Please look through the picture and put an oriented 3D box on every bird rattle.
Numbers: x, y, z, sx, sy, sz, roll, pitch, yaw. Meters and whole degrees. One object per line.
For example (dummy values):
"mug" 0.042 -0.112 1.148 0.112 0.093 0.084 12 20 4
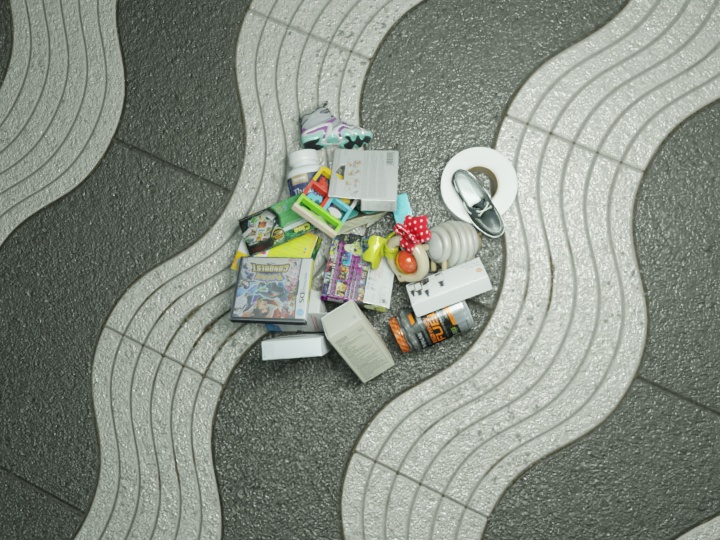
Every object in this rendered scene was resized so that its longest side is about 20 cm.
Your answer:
"bird rattle" 0.116 -0.050 1.506 0.200 0.113 0.163 -21 103 44

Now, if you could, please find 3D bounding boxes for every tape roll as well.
"tape roll" 0.312 -0.221 1.593 0.202 0.071 0.203 0 87 6

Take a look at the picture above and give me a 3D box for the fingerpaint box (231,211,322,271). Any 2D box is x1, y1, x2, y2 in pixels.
"fingerpaint box" -0.227 -0.046 1.641 0.199 0.073 0.167 19 88 8

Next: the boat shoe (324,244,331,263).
"boat shoe" -0.022 0.011 1.628 0.200 0.057 0.067 41 74 11

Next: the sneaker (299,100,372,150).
"sneaker" -0.071 -0.406 1.645 0.199 0.078 0.140 -4 66 -14

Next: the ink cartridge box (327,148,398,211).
"ink cartridge box" 0.011 -0.242 1.581 0.175 0.045 0.200 3 49 3

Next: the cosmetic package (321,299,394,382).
"cosmetic package" -0.006 0.184 1.542 0.103 0.087 0.200 -30 128 3

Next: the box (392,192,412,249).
"box" 0.126 -0.100 1.601 0.049 0.082 0.201 -15 85 6

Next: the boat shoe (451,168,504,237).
"boat shoe" 0.297 -0.170 1.526 0.076 0.060 0.200 -40 83 3

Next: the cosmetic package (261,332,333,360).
"cosmetic package" -0.158 0.195 1.557 0.150 0.200 0.052 -3 87 5

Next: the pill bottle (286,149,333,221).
"pill bottle" -0.138 -0.219 1.621 0.111 0.111 0.201 -13 86 5

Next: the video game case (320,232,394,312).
"video game case" 0.000 0.000 1.579 0.181 0.036 0.201 11 62 -3

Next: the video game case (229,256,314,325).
"video game case" -0.227 0.050 1.553 0.199 0.026 0.181 2 65 7

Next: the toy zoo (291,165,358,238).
"toy zoo" -0.078 -0.187 1.544 0.131 0.020 0.200 35 51 -8

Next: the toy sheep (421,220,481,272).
"toy sheep" 0.234 -0.064 1.560 0.199 0.138 0.138 -10 85 -31

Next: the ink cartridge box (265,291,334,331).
"ink cartridge box" -0.157 0.110 1.598 0.199 0.116 0.068 0 60 6

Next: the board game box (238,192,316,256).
"board game box" -0.220 -0.120 1.577 0.199 0.023 0.105 -20 82 17

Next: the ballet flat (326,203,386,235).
"ballet flat" -0.007 -0.139 1.611 0.199 0.063 0.067 -17 42 -28

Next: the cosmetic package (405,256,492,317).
"cosmetic package" 0.219 0.041 1.500 0.199 0.083 0.051 -22 130 7

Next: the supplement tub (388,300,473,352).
"supplement tub" 0.183 0.130 1.562 0.199 0.123 0.123 -26 84 5
